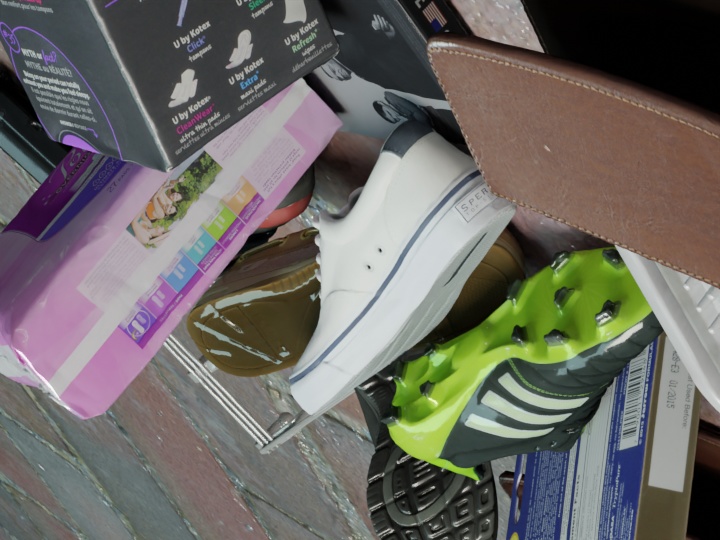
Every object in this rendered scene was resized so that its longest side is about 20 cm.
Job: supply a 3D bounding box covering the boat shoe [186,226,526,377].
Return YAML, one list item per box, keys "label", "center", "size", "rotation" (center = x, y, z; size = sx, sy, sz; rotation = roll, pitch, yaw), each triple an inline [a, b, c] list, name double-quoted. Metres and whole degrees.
- label: "boat shoe"
  center: [0.000, 0.000, 1.282]
  size: [0.199, 0.067, 0.074]
  rotation: [-10, 126, 30]

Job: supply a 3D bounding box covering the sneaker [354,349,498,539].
- label: "sneaker"
  center: [0.038, 0.096, 1.396]
  size: [0.091, 0.075, 0.201]
  rotation: [51, -158, -61]

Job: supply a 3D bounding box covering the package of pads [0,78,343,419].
- label: "package of pads"
  center: [-0.110, -0.026, 1.216]
  size: [0.076, 0.200, 0.120]
  rotation: [44, 168, -26]

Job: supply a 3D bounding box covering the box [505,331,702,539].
- label: "box"
  center: [0.119, 0.101, 1.233]
  size: [0.032, 0.122, 0.200]
  rotation: [11, 168, -14]

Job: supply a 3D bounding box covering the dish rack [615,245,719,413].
- label: "dish rack"
  center: [0.182, 0.014, 1.005]
  size: [0.171, 0.044, 0.200]
  rotation: [22, 153, 47]

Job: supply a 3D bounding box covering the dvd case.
- label: "dvd case"
  center: [-0.018, -0.121, 1.162]
  size: [0.151, 0.025, 0.200]
  rotation: [52, 161, -27]

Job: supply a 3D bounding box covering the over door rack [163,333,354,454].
- label: "over door rack"
  center: [-0.056, 0.030, 1.556]
  size: [0.148, 0.067, 0.200]
  rotation: [45, 149, -8]

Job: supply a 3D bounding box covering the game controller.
- label: "game controller"
  center: [-0.189, -0.059, 1.684]
  size: [0.200, 0.042, 0.104]
  rotation: [43, 177, 2]

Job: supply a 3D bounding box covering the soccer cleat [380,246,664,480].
- label: "soccer cleat"
  center: [0.093, 0.047, 1.189]
  size: [0.081, 0.068, 0.200]
  rotation: [30, 142, -25]

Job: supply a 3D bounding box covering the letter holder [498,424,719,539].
- label: "letter holder"
  center: [0.144, 0.148, 1.317]
  size: [0.142, 0.101, 0.200]
  rotation: [54, 160, -26]

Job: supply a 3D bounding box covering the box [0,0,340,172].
- label: "box"
  center: [-0.113, -0.160, 1.085]
  size: [0.122, 0.106, 0.201]
  rotation: [17, 137, 55]

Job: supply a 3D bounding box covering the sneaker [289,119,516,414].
- label: "sneaker"
  center: [0.009, -0.003, 1.190]
  size: [0.071, 0.073, 0.200]
  rotation: [50, 139, 11]

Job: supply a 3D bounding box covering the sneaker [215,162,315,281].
- label: "sneaker"
  center: [-0.075, -0.034, 1.377]
  size: [0.200, 0.070, 0.099]
  rotation: [11, 117, 62]

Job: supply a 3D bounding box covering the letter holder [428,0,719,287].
- label: "letter holder"
  center: [0.117, -0.079, 0.809]
  size: [0.199, 0.101, 0.143]
  rotation: [25, 154, 45]
